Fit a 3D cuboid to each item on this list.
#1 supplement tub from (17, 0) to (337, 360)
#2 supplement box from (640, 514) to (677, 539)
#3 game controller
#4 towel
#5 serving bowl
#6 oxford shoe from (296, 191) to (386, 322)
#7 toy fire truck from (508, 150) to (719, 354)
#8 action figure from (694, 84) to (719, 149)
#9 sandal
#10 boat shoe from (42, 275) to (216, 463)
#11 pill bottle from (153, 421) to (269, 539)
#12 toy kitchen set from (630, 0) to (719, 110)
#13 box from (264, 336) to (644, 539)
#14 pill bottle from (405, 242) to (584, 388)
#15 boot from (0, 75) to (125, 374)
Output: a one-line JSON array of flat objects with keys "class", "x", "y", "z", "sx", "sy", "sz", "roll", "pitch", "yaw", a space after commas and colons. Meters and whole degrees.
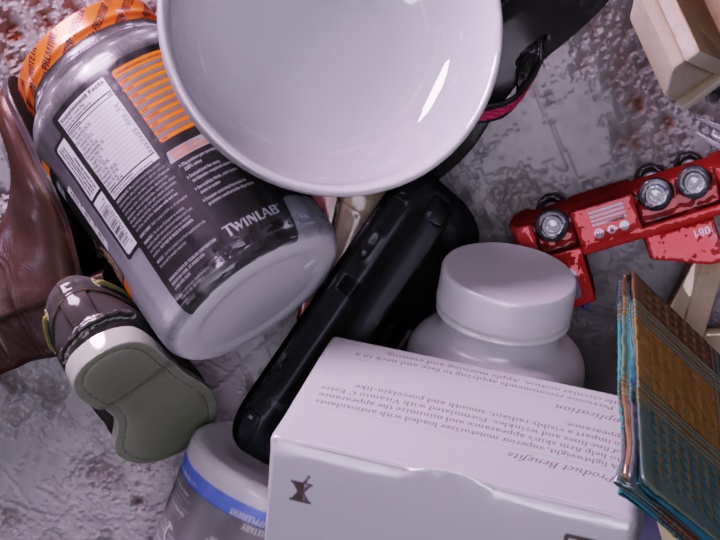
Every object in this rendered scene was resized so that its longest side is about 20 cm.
[{"class": "supplement tub", "x": -0.113, "y": -0.058, "z": 1.144, "sx": 0.122, "sy": 0.122, "sz": 0.200, "roll": -40, "pitch": 71, "yaw": 12}, {"class": "supplement box", "x": 0.288, "y": 0.220, "z": 1.155, "sx": 0.199, "sy": 0.135, "sz": 0.200, "roll": -21, "pitch": 130, "yaw": 9}, {"class": "game controller", "x": 0.000, "y": 0.035, "z": 1.166, "sx": 0.042, "sy": 0.104, "sz": 0.200, "roll": 34, "pitch": 89, "yaw": 24}, {"class": "towel", "x": 0.191, "y": 0.099, "z": 1.063, "sx": 0.022, "sy": 0.200, "sz": 0.147, "roll": -38, "pitch": 110, "yaw": 25}, {"class": "serving bowl", "x": -0.023, "y": -0.138, "z": 1.096, "sx": 0.199, "sy": 0.066, "sz": 0.202, "roll": 1, "pitch": 85, "yaw": -16}, {"class": "oxford shoe", "x": 0.000, "y": 0.000, "z": 1.201, "sx": 0.074, "sy": 0.070, "sz": 0.201, "roll": 6, "pitch": 105, "yaw": -2}, {"class": "toy fire truck", "x": 0.205, "y": 0.002, "z": 1.193, "sx": 0.199, "sy": 0.049, "sz": 0.142, "roll": -17, "pitch": 102, "yaw": 9}, {"class": "action figure", "x": 0.273, "y": -0.128, "z": 1.131, "sx": 0.129, "sy": 0.069, "sz": 0.201, "roll": 17, "pitch": 91, "yaw": 17}, {"class": "sandal", "x": 0.077, "y": -0.128, "z": 1.153, "sx": 0.200, "sy": 0.045, "sz": 0.075, "roll": -45, "pitch": 109, "yaw": 0}, {"class": "boat shoe", "x": -0.140, "y": 0.062, "z": 1.183, "sx": 0.071, "sy": 0.201, "sz": 0.061, "roll": -31, "pitch": 66, "yaw": -5}, {"class": "pill bottle", "x": -0.087, "y": 0.209, "z": 1.234, "sx": 0.113, "sy": 0.114, "sz": 0.201, "roll": 21, "pitch": 104, "yaw": 0}, {"class": "toy kitchen set", "x": 0.173, "y": -0.186, "z": 1.056, "sx": 0.163, "sy": 0.180, "sz": 0.201, "roll": -38, "pitch": 59, "yaw": 33}, {"class": "box", "x": 0.052, "y": 0.168, "z": 1.081, "sx": 0.198, "sy": 0.131, "sz": 0.201, "roll": 12, "pitch": 116, "yaw": 11}, {"class": "pill bottle", "x": 0.077, "y": 0.090, "z": 1.175, "sx": 0.111, "sy": 0.111, "sz": 0.201, "roll": 9, "pitch": 116, "yaw": 3}, {"class": "boot", "x": -0.264, "y": -0.006, "z": 1.230, "sx": 0.199, "sy": 0.064, "sz": 0.187, "roll": -19, "pitch": 99, "yaw": 14}]
